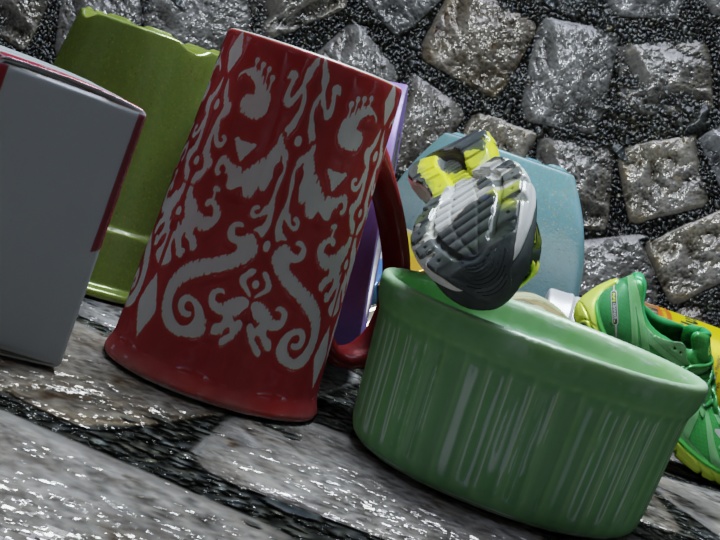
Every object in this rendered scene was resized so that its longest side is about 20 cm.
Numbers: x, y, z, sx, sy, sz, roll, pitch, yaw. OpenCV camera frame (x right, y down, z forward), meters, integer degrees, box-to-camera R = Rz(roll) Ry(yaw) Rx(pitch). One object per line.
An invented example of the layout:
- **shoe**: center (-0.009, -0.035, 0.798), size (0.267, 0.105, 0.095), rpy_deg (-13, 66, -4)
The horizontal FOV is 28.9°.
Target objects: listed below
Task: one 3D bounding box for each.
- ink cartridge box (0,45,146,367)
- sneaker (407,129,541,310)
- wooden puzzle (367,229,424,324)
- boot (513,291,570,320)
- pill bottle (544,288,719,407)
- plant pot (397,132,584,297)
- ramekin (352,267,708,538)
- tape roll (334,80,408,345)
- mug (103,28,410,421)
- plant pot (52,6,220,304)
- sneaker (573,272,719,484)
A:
- **ink cartridge box**: center (-0.198, -0.047, 0.796), size (0.082, 0.147, 0.200), rpy_deg (18, 6, -21)
- **sneaker**: center (0.079, -0.019, 0.809), size (0.085, 0.074, 0.200), rpy_deg (56, 14, -19)
- **wooden puzzle**: center (0.000, 0.000, 1.160), size (0.184, 0.037, 0.200), rpy_deg (-18, 30, -30)
- **boot**: center (0.135, 0.077, 1.021), size (0.199, 0.072, 0.155), rpy_deg (17, 18, -49)
- **pill bottle**: center (0.248, 0.085, 1.227), size (0.199, 0.110, 0.109), rpy_deg (19, 5, 3)
- **plant pot**: center (0.118, -0.026, 1.399), size (0.195, 0.201, 0.196), rpy_deg (18, 6, -13)
- **ramekin**: center (0.092, 0.077, 0.816), size (0.199, 0.098, 0.200), rpy_deg (19, 6, -2)
- **tape roll**: center (-0.024, -0.040, 0.994), size (0.084, 0.201, 0.200), rpy_deg (10, 5, 2)
- **mug**: center (-0.049, -0.028, 0.839), size (0.133, 0.201, 0.177), rpy_deg (20, 6, 24)
- **plant pot**: center (-0.179, -0.088, 1.047), size (0.199, 0.191, 0.200), rpy_deg (19, 6, -2)
- **sneaker**: center (0.252, 0.087, 1.095), size (0.200, 0.083, 0.074), rpy_deg (50, 11, -8)
